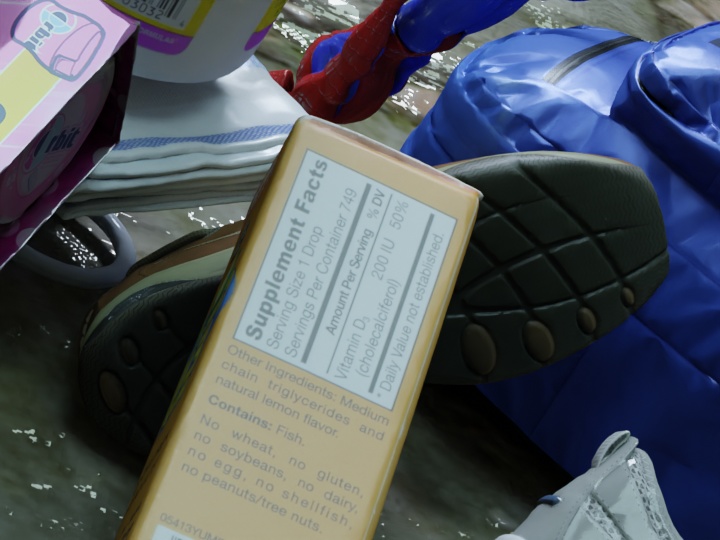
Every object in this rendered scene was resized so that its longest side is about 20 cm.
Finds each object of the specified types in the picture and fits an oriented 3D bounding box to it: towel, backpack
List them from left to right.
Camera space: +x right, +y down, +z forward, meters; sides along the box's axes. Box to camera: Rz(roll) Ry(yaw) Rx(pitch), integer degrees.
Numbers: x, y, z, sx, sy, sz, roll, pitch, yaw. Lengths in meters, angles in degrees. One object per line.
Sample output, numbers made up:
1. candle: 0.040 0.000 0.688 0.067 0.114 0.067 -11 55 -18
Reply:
1. towel: -0.104 -0.091 0.895 0.146 0.024 0.200 -6 46 -47
2. backpack: 0.113 -0.012 0.968 0.200 0.168 0.162 35 22 17

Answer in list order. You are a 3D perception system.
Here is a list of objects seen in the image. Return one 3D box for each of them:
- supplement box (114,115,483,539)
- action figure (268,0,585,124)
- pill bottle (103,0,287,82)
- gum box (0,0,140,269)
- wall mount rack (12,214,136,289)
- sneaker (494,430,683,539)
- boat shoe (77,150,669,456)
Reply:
1. supplement box: -0.027 0.056 0.745 0.069 0.067 0.201 26 55 -5
2. action figure: 0.033 -0.101 1.018 0.052 0.199 0.065 62 26 3
3. pill bottle: -0.036 -0.163 0.834 0.104 0.200 0.104 24 34 -17
4. gum box: -0.168 -0.020 0.737 0.113 0.066 0.200 34 60 9
5. wall mount rack: -0.135 -0.085 0.947 0.200 0.075 0.174 37 27 11
6. sneaker: 0.126 0.130 0.789 0.200 0.082 0.075 41 -10 -13
7. boat shoe: 0.000 0.000 0.869 0.199 0.076 0.074 -14 21 -9
